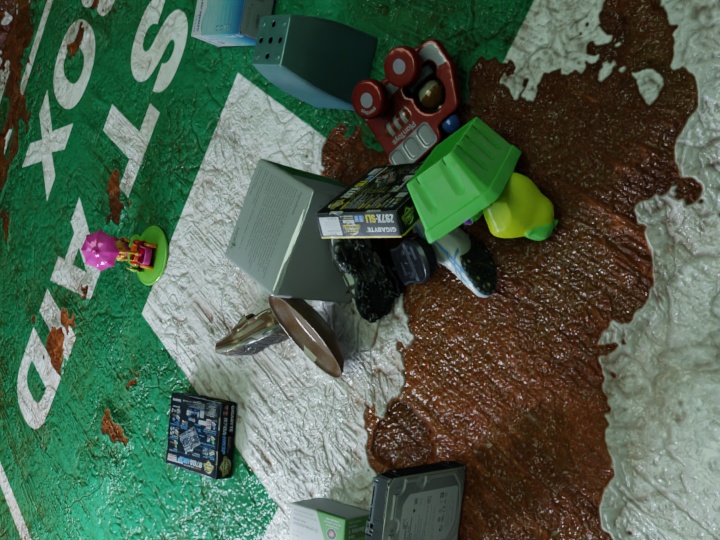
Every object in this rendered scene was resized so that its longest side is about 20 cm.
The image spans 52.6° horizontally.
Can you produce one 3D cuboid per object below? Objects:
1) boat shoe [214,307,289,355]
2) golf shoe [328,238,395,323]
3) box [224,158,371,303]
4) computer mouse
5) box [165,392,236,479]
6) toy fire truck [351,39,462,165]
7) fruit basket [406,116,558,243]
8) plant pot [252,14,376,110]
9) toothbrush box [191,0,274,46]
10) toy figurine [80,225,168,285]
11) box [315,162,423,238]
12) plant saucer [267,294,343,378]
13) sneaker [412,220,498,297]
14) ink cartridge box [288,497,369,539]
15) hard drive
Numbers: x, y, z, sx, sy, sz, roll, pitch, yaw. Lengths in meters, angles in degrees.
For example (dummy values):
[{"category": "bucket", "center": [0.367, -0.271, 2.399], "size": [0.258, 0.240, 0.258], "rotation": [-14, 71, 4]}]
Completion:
[{"category": "boat shoe", "center": [-0.224, 0.127, 1.510], "size": [0.197, 0.075, 0.073], "rotation": [-21, 66, 30]}, {"category": "golf shoe", "center": [0.000, 0.000, 1.263], "size": [0.077, 0.202, 0.095], "rotation": [-27, 37, -8]}, {"category": "box", "center": [-0.102, -0.068, 1.328], "size": [0.170, 0.197, 0.203], "rotation": [34, 107, 39]}, {"category": "computer mouse", "center": [0.073, -0.041, 1.208], "size": [0.143, 0.045, 0.200], "rotation": [66, 162, 5]}, {"category": "box", "center": [-0.355, 0.361, 1.612], "size": [0.197, 0.045, 0.163], "rotation": [-1, 84, 43]}, {"category": "toy fire truck", "center": [0.094, -0.284, 1.253], "size": [0.199, 0.112, 0.170], "rotation": [-37, 84, 34]}, {"category": "fruit basket", "center": [0.189, -0.109, 1.099], "size": [0.154, 0.213, 0.220], "rotation": [-32, 64, 35]}, {"category": "plant pot", "center": [-0.095, -0.401, 1.367], "size": [0.140, 0.198, 0.145], "rotation": [16, 94, 42]}, {"category": "toothbrush box", "center": [-0.288, -0.594, 1.652], "size": [0.198, 0.084, 0.150], "rotation": [14, 94, 42]}, {"category": "toy figurine", "center": [-0.609, -0.053, 1.814], "size": [0.198, 0.182, 0.154], "rotation": [15, 94, 43]}, {"category": "box", "center": [0.044, -0.118, 1.194], "size": [0.157, 0.200, 0.050], "rotation": [-2, 118, 35]}, {"category": "plant saucer", "center": [-0.092, 0.112, 1.337], "size": [0.037, 0.202, 0.199], "rotation": [-40, 46, -19]}, {"category": "sneaker", "center": [0.153, -0.028, 1.181], "size": [0.201, 0.071, 0.073], "rotation": [55, 143, 32]}, {"category": "ink cartridge box", "center": [-0.055, 0.521, 1.283], "size": [0.143, 0.083, 0.205], "rotation": [-1, 84, 43]}, {"category": "hard drive", "center": [0.085, 0.367, 1.094], "size": [0.037, 0.198, 0.143], "rotation": [6, 88, 42]}]
